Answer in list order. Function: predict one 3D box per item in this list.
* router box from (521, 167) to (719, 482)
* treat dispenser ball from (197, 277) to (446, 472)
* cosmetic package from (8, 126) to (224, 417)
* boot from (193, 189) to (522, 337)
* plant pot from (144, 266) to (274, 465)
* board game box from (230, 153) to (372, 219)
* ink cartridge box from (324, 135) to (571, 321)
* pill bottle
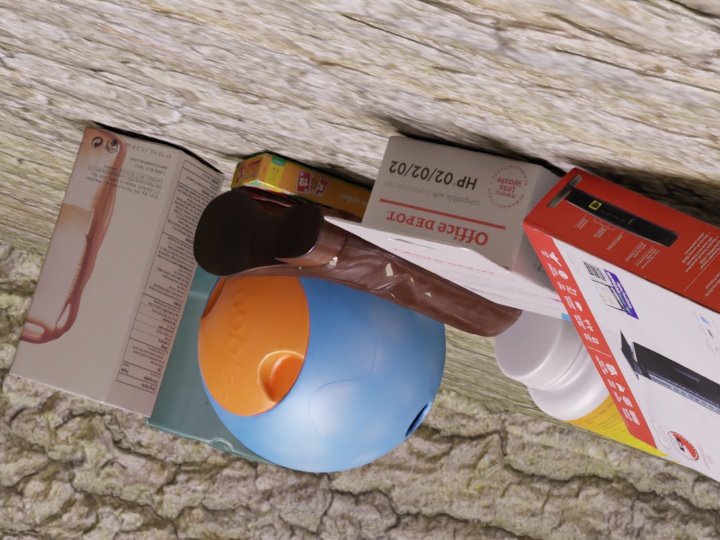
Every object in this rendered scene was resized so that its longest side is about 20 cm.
[{"bbox_3d":[0.198,0.049,1.397,0.179,0.049,0.200,27,156,44],"label":"router box"},{"bbox_3d":[-0.031,0.062,2.008,0.201,0.201,0.201,18,174,2],"label":"treat dispenser ball"},{"bbox_3d":[-0.186,0.002,1.913,0.087,0.200,0.103,15,173,18],"label":"cosmetic package"},{"bbox_3d":[0.000,0.000,1.807,0.200,0.064,0.186,18,175,-34],"label":"boot"},{"bbox_3d":[-0.131,0.094,2.659,0.200,0.196,0.200,17,173,2],"label":"plant pot"},{"bbox_3d":[0.010,-0.039,1.806,0.200,0.030,0.096,17,174,-14],"label":"board game box"},{"bbox_3d":[0.083,-0.025,1.491,0.115,0.068,0.200,13,173,37],"label":"ink cartridge box"},{"bbox_3d":[0.199,0.072,1.853,0.200,0.109,0.109,21,174,-32],"label":"pill bottle"}]
